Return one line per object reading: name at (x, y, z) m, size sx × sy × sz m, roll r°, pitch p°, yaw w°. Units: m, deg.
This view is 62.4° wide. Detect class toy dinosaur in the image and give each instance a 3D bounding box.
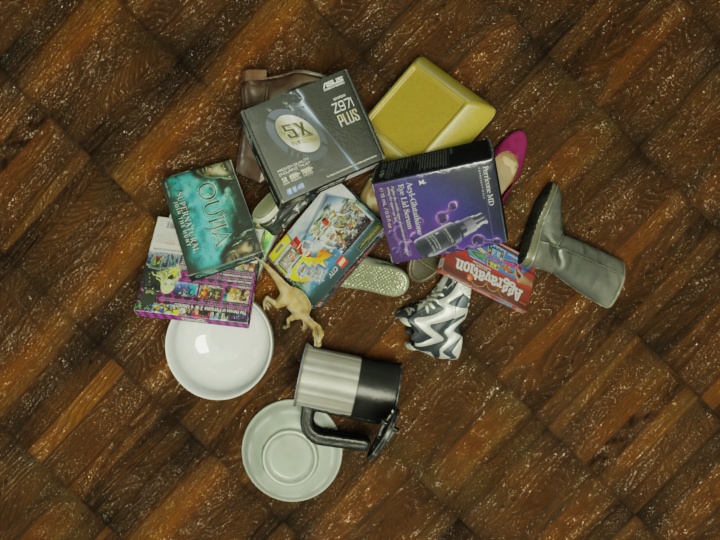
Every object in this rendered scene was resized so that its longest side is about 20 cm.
toy dinosaur at (-0.132, 0.050, 1.088) m, size 0.201 × 0.101 × 0.058 m, roll 54°, pitch 51°, yaw -12°

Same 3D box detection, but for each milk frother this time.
milk frother at (-0.025, 0.228, 1.049) m, size 0.185 × 0.200 × 0.183 m, roll 11°, pitch 74°, yaw -1°

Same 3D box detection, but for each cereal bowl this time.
cereal bowl at (-0.256, 0.132, 1.108) m, size 0.197 × 0.083 × 0.203 m, roll 0°, pitch 93°, yaw -1°

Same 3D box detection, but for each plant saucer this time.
plant saucer at (-0.133, 0.351, 1.138) m, size 0.197 × 0.050 × 0.203 m, roll 0°, pitch 93°, yaw -1°
plant saucer at (0.102, -0.270, 1.058) m, size 0.200 × 0.048 × 0.200 m, roll -48°, pitch 64°, yaw 6°

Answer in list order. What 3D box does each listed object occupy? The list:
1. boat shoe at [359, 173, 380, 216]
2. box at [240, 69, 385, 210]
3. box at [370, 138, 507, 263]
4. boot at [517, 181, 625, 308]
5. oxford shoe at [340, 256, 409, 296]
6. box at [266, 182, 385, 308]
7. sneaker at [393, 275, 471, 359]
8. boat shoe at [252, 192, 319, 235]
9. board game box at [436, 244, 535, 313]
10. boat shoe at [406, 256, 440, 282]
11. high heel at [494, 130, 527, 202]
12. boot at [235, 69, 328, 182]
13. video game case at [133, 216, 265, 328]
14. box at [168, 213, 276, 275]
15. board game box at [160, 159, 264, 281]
boat shoe at (0.070, -0.182, 1.101) m, size 0.073 × 0.063 × 0.201 m, roll 39°, pitch 92°, yaw -3°
box at (-0.082, -0.221, 1.018) m, size 0.198 × 0.086 × 0.166 m, roll -24°, pitch 91°, yaw -11°
box at (0.133, -0.114, 0.982) m, size 0.197 × 0.105 × 0.150 m, roll -11°, pitch 116°, yaw 14°
boot at (0.406, -0.047, 1.108) m, size 0.197 × 0.073 × 0.184 m, roll 20°, pitch 87°, yaw -3°
oxford shoe at (0.000, 0.000, 1.119) m, size 0.197 × 0.058 × 0.076 m, roll 18°, pitch 99°, yaw 14°
box at (-0.061, -0.050, 1.090) m, size 0.137 × 0.038 × 0.200 m, roll 45°, pitch 101°, yaw 14°
sneaker at (0.129, 0.063, 1.107) m, size 0.128 × 0.080 × 0.202 m, roll 5°, pitch 103°, yaw -9°
boat shoe at (-0.110, -0.143, 1.100) m, size 0.200 × 0.074 × 0.066 m, roll -51°, pitch 132°, yaw -20°
board game box at (0.235, -0.007, 1.087) m, size 0.198 × 0.019 × 0.104 m, roll 24°, pitch 71°, yaw -21°
boat shoe at (0.139, -0.073, 1.108) m, size 0.071 × 0.068 × 0.202 m, roll 27°, pitch 91°, yaw -20°
high heel at (0.260, -0.168, 1.087) m, size 0.067 × 0.096 × 0.202 m, roll 24°, pitch 93°, yaw -2°
boot at (-0.138, -0.261, 1.097) m, size 0.183 × 0.064 × 0.203 m, roll 3°, pitch 92°, yaw 8°
video game case at (-0.280, 0.002, 1.055) m, size 0.197 × 0.036 × 0.184 m, roll 6°, pitch 67°, yaw -1°
box at (-0.269, -0.057, 1.121) m, size 0.198 × 0.036 × 0.146 m, roll 24°, pitch 92°, yaw -3°
board game box at (-0.265, -0.093, 1.060) m, size 0.134 × 0.028 × 0.202 m, roll -19°, pitch 70°, yaw -11°
